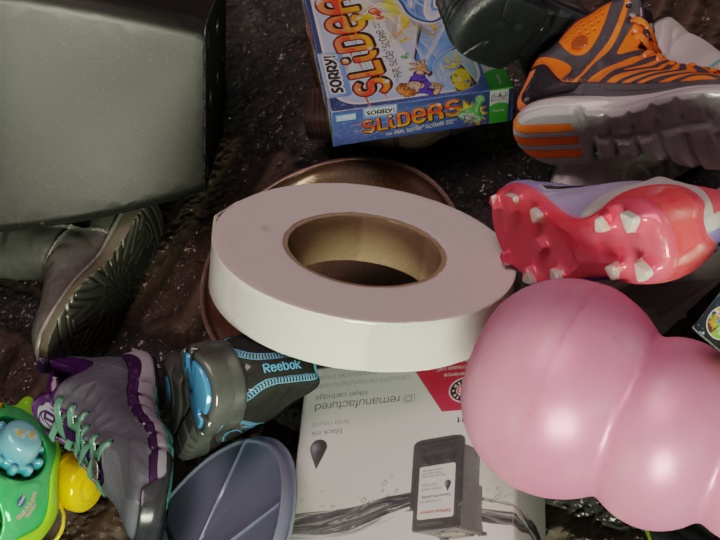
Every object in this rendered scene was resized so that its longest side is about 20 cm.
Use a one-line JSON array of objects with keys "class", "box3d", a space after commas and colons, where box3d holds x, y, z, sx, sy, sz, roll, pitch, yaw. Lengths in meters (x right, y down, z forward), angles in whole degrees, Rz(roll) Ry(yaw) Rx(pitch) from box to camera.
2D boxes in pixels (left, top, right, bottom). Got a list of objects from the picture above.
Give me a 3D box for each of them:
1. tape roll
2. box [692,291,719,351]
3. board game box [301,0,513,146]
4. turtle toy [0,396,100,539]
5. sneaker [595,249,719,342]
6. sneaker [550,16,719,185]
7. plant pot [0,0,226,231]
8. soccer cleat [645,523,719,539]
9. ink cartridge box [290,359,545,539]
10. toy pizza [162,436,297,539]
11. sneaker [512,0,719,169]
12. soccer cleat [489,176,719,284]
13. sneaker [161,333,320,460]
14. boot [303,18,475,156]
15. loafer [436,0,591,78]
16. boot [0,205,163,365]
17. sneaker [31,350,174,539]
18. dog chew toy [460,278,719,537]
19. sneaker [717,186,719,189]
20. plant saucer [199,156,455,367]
[{"class": "tape roll", "box3d": [0.000, 0.000, 0.959, 0.201, 0.037, 0.203, 5, 27, -3]}, {"class": "box", "box3d": [0.275, 0.083, 0.798, 0.038, 0.200, 0.137, -53, 50, 8]}, {"class": "board game box", "box3d": [0.028, -0.180, 1.125, 0.134, 0.035, 0.201, -9, 47, -5]}, {"class": "turtle toy", "box3d": [-0.279, 0.166, 1.007, 0.145, 0.101, 0.201, 13, 59, 29]}, {"class": "sneaker", "box3d": [0.205, 0.010, 0.908, 0.199, 0.074, 0.080, -28, 69, 37]}, {"class": "sneaker", "box3d": [0.198, -0.090, 1.048, 0.080, 0.071, 0.201, 32, 74, 19]}, {"class": "plant pot", "box3d": [-0.197, -0.153, 1.146, 0.176, 0.201, 0.200, 4, 29, 1]}, {"class": "soccer cleat", "box3d": [0.201, 0.136, 0.869, 0.081, 0.068, 0.201, -19, 46, 16]}, {"class": "ink cartridge box", "box3d": [0.036, 0.157, 0.905, 0.144, 0.084, 0.201, -7, 51, 15]}, {"class": "toy pizza", "box3d": [-0.097, 0.195, 0.911, 0.200, 0.032, 0.201, -42, 26, 26]}, {"class": "sneaker", "box3d": [0.202, -0.131, 0.977, 0.198, 0.078, 0.113, 4, 55, 21]}, {"class": "soccer cleat", "box3d": [0.146, -0.026, 0.884, 0.076, 0.067, 0.200, -16, 9, -21]}, {"class": "sneaker", "box3d": [-0.083, 0.082, 0.975, 0.081, 0.200, 0.074, -10, 87, -17]}, {"class": "boot", "box3d": [0.030, -0.170, 1.182, 0.145, 0.070, 0.201, -7, 53, 8]}, {"class": "loafer", "box3d": [0.128, -0.175, 1.062, 0.073, 0.199, 0.073, -44, 51, 23]}, {"class": "boot", "box3d": [-0.272, -0.004, 1.158, 0.198, 0.073, 0.182, 10, 44, 19]}, {"class": "sneaker", "box3d": [-0.175, 0.118, 0.985, 0.087, 0.075, 0.200, 5, 21, -16]}, {"class": "dog chew toy", "box3d": [0.157, 0.085, 0.815, 0.199, 0.125, 0.125, 24, 64, 19]}, {"class": "sneaker", "box3d": [0.288, -0.036, 0.965, 0.200, 0.075, 0.104, -49, 48, -9]}, {"class": "plant saucer", "box3d": [-0.018, 0.006, 1.076, 0.199, 0.037, 0.202, -10, 50, 13]}]
